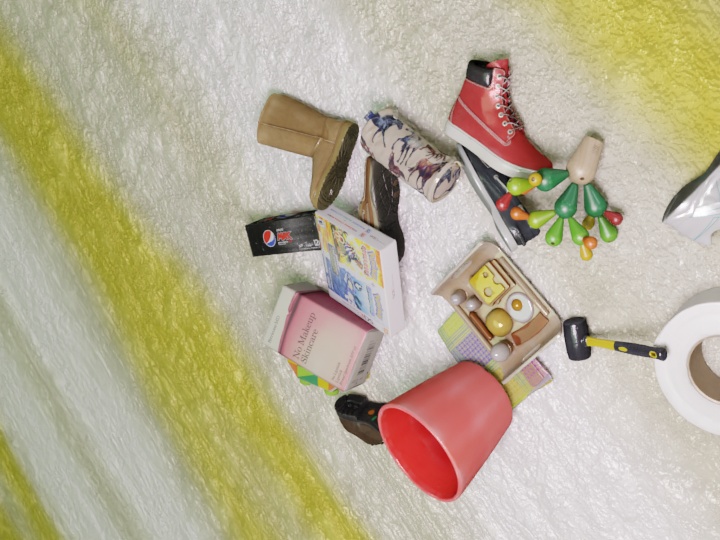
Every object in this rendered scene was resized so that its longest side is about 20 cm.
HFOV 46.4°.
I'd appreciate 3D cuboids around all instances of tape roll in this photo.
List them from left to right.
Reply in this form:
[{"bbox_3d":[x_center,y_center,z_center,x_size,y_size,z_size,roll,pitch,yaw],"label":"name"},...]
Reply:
[{"bbox_3d":[0.525,0.129,1.195,0.199,0.070,0.207,16,118,33],"label":"tape roll"}]

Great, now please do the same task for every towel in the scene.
[{"bbox_3d":[0.231,0.148,1.474,0.201,0.023,0.144,51,132,12],"label":"towel"}]

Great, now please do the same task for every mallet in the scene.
[{"bbox_3d":[0.383,0.104,1.281,0.199,0.040,0.067,-9,97,63],"label":"mallet"}]

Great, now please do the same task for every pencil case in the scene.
[{"bbox_3d":[0.085,-0.194,1.397,0.200,0.077,0.091,42,120,31],"label":"pencil case"}]

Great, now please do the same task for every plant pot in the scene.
[{"bbox_3d":[0.157,0.266,1.453,0.199,0.176,0.203,37,146,31],"label":"plant pot"}]

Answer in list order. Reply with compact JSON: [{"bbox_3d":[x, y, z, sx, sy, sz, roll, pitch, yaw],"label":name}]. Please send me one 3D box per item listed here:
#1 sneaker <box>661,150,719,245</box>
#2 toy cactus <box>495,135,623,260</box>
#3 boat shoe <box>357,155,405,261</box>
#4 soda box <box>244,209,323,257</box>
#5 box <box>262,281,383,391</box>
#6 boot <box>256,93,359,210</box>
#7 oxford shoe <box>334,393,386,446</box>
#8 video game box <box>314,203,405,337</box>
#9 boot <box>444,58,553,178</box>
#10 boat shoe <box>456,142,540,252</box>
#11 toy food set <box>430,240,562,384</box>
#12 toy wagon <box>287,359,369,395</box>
[{"bbox_3d":[0.500,-0.116,1.128,0.080,0.071,0.201,37,132,2],"label":"sneaker"},{"bbox_3d":[0.310,-0.116,1.238,0.196,0.102,0.168,23,94,-4],"label":"toy cactus"},{"bbox_3d":[0.026,-0.104,1.505,0.073,0.075,0.205,10,114,41],"label":"boat shoe"},{"bbox_3d":[-0.135,-0.074,1.653,0.197,0.063,0.072,-5,104,39],"label":"soda box"},{"bbox_3d":[-0.069,0.124,1.614,0.197,0.109,0.130,27,102,20],"label":"box"},{"bbox_3d":[-0.112,-0.220,1.550,0.197,0.066,0.178,22,85,29],"label":"boot"},{"bbox_3d":[0.042,0.312,1.672,0.197,0.073,0.086,16,134,36],"label":"oxford shoe"},{"bbox_3d":[0.000,0.000,1.530,0.181,0.046,0.203,29,141,38],"label":"video game box"},{"bbox_3d":[0.228,-0.237,1.291,0.199,0.072,0.146,38,126,26],"label":"boot"},{"bbox_3d":[0.219,-0.128,1.348,0.059,0.076,0.203,-28,78,4],"label":"boat shoe"},{"bbox_3d":[0.223,0.069,1.398,0.201,0.060,0.144,51,123,12],"label":"toy food set"},{"bbox_3d":[-0.069,0.179,1.718,0.197,0.039,0.159,18,118,33],"label":"toy wagon"}]
